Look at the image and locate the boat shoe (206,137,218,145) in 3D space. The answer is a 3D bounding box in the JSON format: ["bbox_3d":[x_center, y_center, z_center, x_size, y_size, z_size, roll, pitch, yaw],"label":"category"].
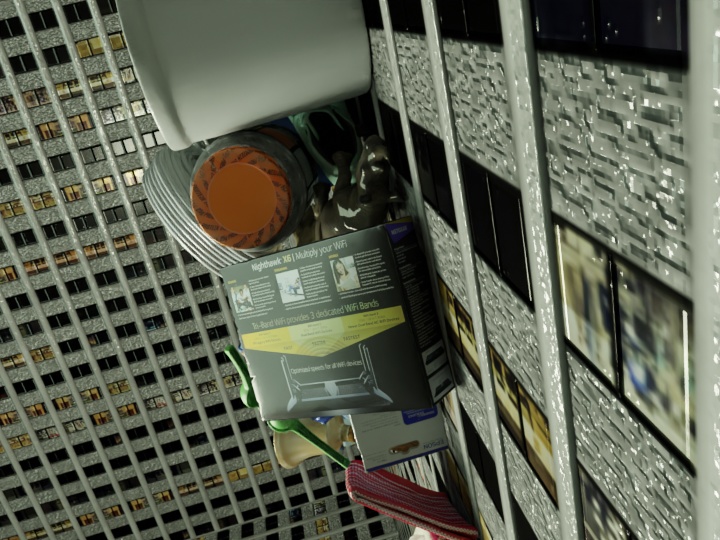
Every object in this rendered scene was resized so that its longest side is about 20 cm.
[{"bbox_3d":[-0.191,-0.217,0.853,0.200,0.070,0.065,96,157,-78],"label":"boat shoe"}]

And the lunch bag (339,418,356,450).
[{"bbox_3d":[-0.050,0.163,1.052,0.162,0.081,0.201,71,177,-49],"label":"lunch bag"}]

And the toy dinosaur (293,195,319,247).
[{"bbox_3d":[-0.071,-0.054,0.882,0.201,0.057,0.102,-74,-13,-54],"label":"toy dinosaur"}]

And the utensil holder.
[{"bbox_3d":[-0.103,-0.220,0.623,0.170,0.197,0.173,166,90,-86],"label":"utensil holder"}]

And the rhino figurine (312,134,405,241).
[{"bbox_3d":[-0.002,-0.069,0.656,0.200,0.059,0.089,136,131,-66],"label":"rhino figurine"}]

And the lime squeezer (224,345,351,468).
[{"bbox_3d":[-0.088,0.146,0.732,0.201,0.070,0.038,50,-135,-23],"label":"lime squeezer"}]

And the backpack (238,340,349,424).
[{"bbox_3d":[-0.028,0.116,0.807,0.200,0.135,0.182,48,165,-20],"label":"backpack"}]

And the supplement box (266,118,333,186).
[{"bbox_3d":[-0.102,-0.246,0.930,0.201,0.132,0.202,83,171,-53],"label":"supplement box"}]

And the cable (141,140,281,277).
[{"bbox_3d":[-0.188,-0.076,0.860,0.200,0.069,0.201,42,-163,-30],"label":"cable"}]

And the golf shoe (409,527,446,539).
[{"bbox_3d":[0.080,0.340,0.764,0.075,0.092,0.200,40,170,13],"label":"golf shoe"}]

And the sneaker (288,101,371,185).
[{"bbox_3d":[-0.049,-0.189,0.735,0.202,0.073,0.118,59,180,4],"label":"sneaker"}]

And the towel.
[{"bbox_3d":[0.051,0.259,0.764,0.200,0.143,0.023,104,-173,-81],"label":"towel"}]

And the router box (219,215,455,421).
[{"bbox_3d":[-0.026,0.051,0.619,0.052,0.198,0.160,-22,-82,-56],"label":"router box"}]

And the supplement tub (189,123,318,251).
[{"bbox_3d":[-0.112,-0.093,0.727,0.200,0.121,0.124,-82,-21,-75],"label":"supplement tub"}]

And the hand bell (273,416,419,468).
[{"bbox_3d":[-0.002,0.214,0.867,0.104,0.197,0.106,0,-90,-67],"label":"hand bell"}]

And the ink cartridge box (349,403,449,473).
[{"bbox_3d":[0.026,0.104,0.698,0.039,0.098,0.203,-124,21,-75],"label":"ink cartridge box"}]
